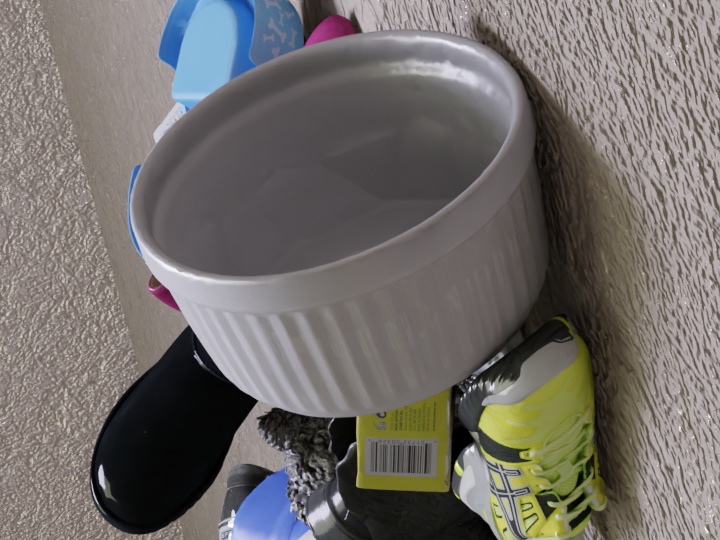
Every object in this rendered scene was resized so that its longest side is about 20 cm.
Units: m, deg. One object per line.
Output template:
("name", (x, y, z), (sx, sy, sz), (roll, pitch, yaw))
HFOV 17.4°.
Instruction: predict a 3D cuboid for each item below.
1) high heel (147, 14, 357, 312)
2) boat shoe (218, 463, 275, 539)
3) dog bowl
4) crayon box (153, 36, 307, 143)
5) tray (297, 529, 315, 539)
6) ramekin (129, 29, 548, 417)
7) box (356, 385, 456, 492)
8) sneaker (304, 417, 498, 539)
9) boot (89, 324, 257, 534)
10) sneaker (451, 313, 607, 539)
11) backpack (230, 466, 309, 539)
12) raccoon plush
("high heel", (-0.064, -0.066, 1.441), (0.067, 0.096, 0.200), (34, 107, 51))
("boat shoe", (-0.036, 0.178, 1.608), (0.200, 0.071, 0.064), (42, -138, -61))
("dog bowl", (-0.091, -0.097, 1.527), (0.111, 0.050, 0.200), (6, 84, 54))
("crayon box", (-0.063, -0.058, 1.563), (0.126, 0.052, 0.200), (-50, 44, 31))
("tray", (-0.030, 0.225, 1.401), (0.107, 0.200, 0.022), (47, -148, 1))
("ramekin", (-0.002, -0.020, 1.147), (0.200, 0.200, 0.105), (-123, 10, -54))
("box", (0.027, 0.023, 1.238), (0.200, 0.050, 0.075), (-86, -3, -52))
("sneaker", (0.050, 0.129, 1.313), (0.104, 0.200, 0.060), (-44, 41, 35))
("boot", (-0.077, 0.049, 1.327), (0.073, 0.198, 0.162), (38, 158, 2))
("sneaker", (0.096, 0.088, 1.179), (0.076, 0.075, 0.200), (49, 165, 21))
("backpack", (0.018, 0.210, 1.480), (0.168, 0.162, 0.200), (1, 109, 36))
("raccoon plush", (0.012, 0.072, 1.353), (0.200, 0.134, 0.097), (92, 157, -61))
